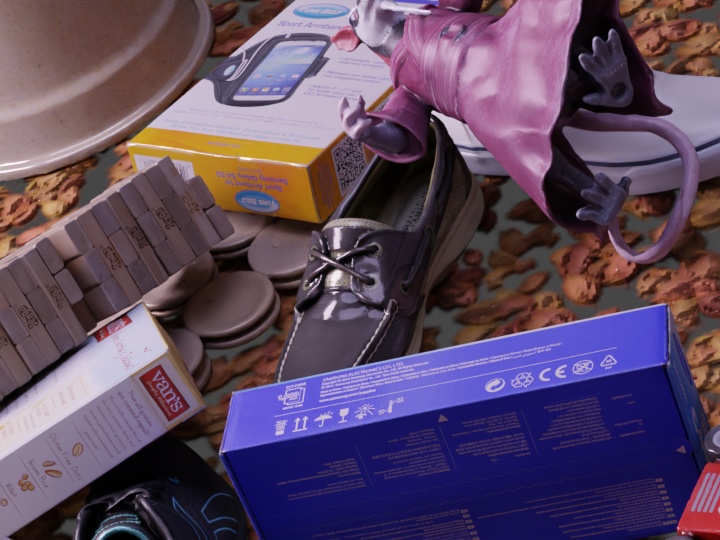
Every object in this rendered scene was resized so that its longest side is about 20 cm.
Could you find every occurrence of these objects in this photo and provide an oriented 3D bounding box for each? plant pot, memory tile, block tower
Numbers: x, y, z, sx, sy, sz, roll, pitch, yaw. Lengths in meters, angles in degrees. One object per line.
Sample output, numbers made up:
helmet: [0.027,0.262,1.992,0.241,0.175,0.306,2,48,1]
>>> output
plant pot: [-0.211,-0.186,1.586,0.200,0.184,0.201,-15,35,11]
memory tile: [-0.082,-0.007,1.425,0.200,0.017,0.153,-41,39,-25]
block tower: [-0.154,0.012,1.331,0.058,0.054,0.200,-26,9,48]

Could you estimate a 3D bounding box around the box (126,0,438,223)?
box: [-0.021,-0.096,1.466,0.119,0.042,0.200,9,35,33]

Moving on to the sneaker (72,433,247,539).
sneaker: [-0.092,0.122,1.208,0.075,0.079,0.200,-24,33,1]

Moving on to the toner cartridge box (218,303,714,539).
toner cartridge box: [0.049,0.081,1.168,0.200,0.095,0.043,-12,37,15]

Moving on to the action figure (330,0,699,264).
action figure: [0.066,-0.103,1.322,0.200,0.149,0.134,26,91,48]

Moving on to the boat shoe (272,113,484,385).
boat shoe: [0.001,0.000,1.325,0.072,0.066,0.201,0,41,31]

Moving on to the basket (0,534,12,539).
basket: [-0.212,0.205,1.013,0.200,0.198,0.161,-55,33,20]

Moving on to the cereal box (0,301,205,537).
cereal box: [-0.170,0.091,1.267,0.200,0.040,0.144,-32,12,-3]

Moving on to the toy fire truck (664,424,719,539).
toy fire truck: [0.214,0.085,1.109,0.141,0.049,0.200,2,42,31]

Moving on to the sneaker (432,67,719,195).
sneaker: [0.115,-0.086,1.369,0.200,0.071,0.073,0,41,30]
